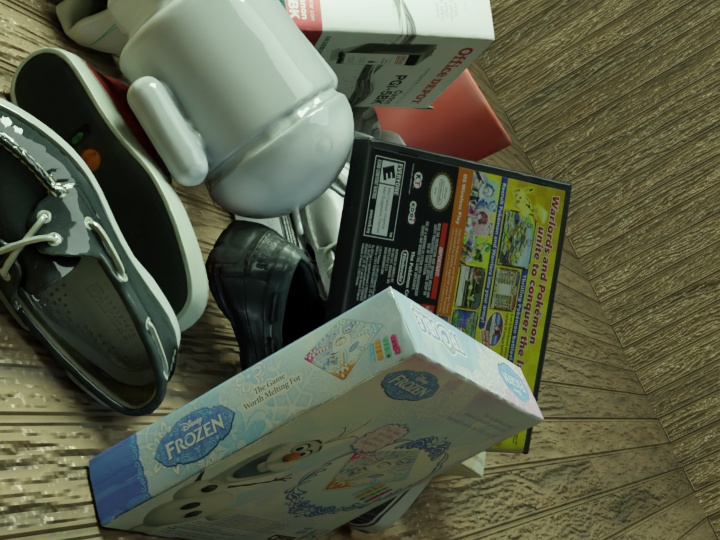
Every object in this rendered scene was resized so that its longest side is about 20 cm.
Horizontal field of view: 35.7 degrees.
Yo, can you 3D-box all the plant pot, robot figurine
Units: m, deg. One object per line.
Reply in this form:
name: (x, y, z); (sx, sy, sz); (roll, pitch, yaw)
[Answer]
plant pot: (0.047, -0.178, 1.269); (0.201, 0.176, 0.201); (56, 9, -13)
robot figurine: (-0.080, -0.118, 0.740); (0.169, 0.113, 0.201); (-39, 96, -42)

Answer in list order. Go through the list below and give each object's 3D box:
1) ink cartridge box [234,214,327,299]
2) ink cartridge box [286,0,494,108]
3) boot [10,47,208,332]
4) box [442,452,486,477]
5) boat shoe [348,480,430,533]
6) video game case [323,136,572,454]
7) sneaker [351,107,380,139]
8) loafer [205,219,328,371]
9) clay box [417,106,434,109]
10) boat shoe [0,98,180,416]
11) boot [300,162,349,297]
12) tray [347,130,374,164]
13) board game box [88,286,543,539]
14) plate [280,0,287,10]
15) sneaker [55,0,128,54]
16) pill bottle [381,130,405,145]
ink cartridge box: (-0.068, -0.034, 0.967); (0.094, 0.044, 0.201); (44, 24, -49)
ink cartridge box: (-0.008, -0.201, 0.934); (0.147, 0.198, 0.084); (141, -56, -65)
boot: (-0.138, -0.051, 0.754); (0.201, 0.072, 0.144); (61, 15, 11)
box: (0.074, 0.076, 1.003); (0.095, 0.077, 0.202); (36, 60, -54)
boat shoe: (0.038, 0.098, 0.830); (0.091, 0.201, 0.071); (43, -7, -39)
video game case: (0.059, 0.024, 0.777); (0.179, 0.025, 0.202); (8, 91, -32)
sneaker: (-0.068, -0.165, 1.033); (0.199, 0.075, 0.082); (36, -13, -11)
loafer: (-0.049, 0.043, 0.778); (0.068, 0.070, 0.201); (-60, 154, -28)
clay box: (-0.024, -0.207, 1.118); (0.199, 0.048, 0.114); (20, 7, 39)
boat shoe: (-0.162, -0.006, 0.599); (0.200, 0.075, 0.061); (51, 14, -27)
boot: (0.000, 0.000, 0.903); (0.201, 0.073, 0.096); (64, 8, -3)
tray: (-0.006, -0.066, 1.021); (0.107, 0.022, 0.200); (22, -23, 30)
board game box: (-0.016, 0.098, 0.646); (0.200, 0.198, 0.044); (32, 32, -58)
plate: (-0.119, -0.188, 0.872); (0.025, 0.200, 0.202); (-10, 67, -34)
sneaker: (-0.149, -0.235, 0.804); (0.071, 0.201, 0.080); (48, 30, 21)
pill bottle: (0.018, -0.074, 1.163); (0.201, 0.112, 0.112); (56, 18, -16)
